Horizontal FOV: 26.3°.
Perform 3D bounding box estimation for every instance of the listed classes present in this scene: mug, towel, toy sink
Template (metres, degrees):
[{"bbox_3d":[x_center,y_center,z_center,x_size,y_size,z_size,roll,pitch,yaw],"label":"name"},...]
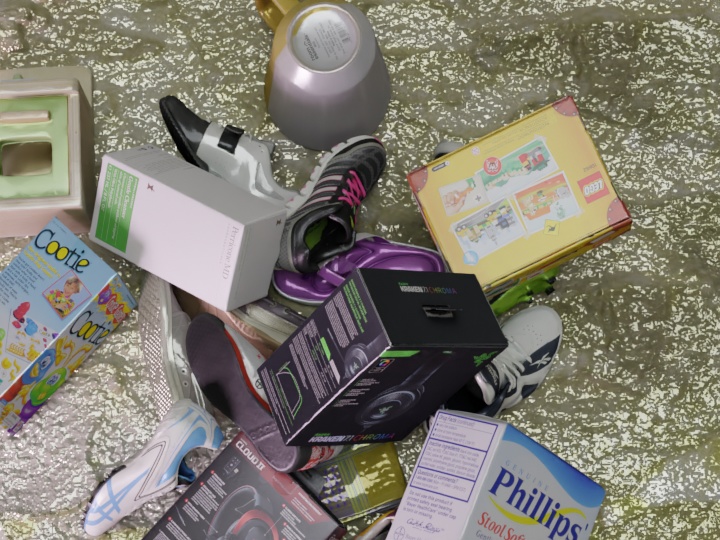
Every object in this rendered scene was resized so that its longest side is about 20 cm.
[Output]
[{"bbox_3d":[-0.056,-0.236,1.726,0.184,0.153,0.151,20,77,5],"label":"mug"},{"bbox_3d":[-0.038,0.183,1.683,0.142,0.023,0.203,-16,76,-4],"label":"towel"},{"bbox_3d":[-0.368,-0.150,1.722,0.128,0.112,0.203,-3,75,-1],"label":"toy sink"}]

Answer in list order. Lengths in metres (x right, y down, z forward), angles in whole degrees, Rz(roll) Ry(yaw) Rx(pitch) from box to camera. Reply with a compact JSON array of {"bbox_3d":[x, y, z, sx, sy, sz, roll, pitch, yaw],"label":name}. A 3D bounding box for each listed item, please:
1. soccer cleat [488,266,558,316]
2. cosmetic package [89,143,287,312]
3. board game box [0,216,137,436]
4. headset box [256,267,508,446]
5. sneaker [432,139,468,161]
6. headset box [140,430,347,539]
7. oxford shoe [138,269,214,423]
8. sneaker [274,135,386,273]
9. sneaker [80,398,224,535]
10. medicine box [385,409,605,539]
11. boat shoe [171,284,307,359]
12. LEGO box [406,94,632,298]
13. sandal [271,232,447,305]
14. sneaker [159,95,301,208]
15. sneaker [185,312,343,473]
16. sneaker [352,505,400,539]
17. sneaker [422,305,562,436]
[{"bbox_3d":[0.126,0.022,1.710,0.198,0.068,0.082,-26,67,-13],"label":"soccer cleat"},{"bbox_3d":[-0.187,-0.049,1.663,0.198,0.084,0.109,25,115,27],"label":"cosmetic package"},{"bbox_3d":[-0.354,0.062,1.667,0.105,0.103,0.200,39,79,17],"label":"board game box"},{"bbox_3d":[0.026,0.084,1.547,0.173,0.200,0.094,4,52,-44],"label":"headset box"},{"bbox_3d":[0.158,-0.069,1.711,0.198,0.070,0.100,18,62,20],"label":"sneaker"},{"bbox_3d":[-0.120,0.278,1.615,0.148,0.075,0.200,41,85,15],"label":"headset box"},{"bbox_3d":[-0.202,0.087,1.689,0.057,0.075,0.203,-4,69,-29],"label":"oxford shoe"},{"bbox_3d":[-0.026,-0.066,1.698,0.087,0.074,0.200,23,60,41],"label":"sneaker"},{"bbox_3d":[-0.222,0.219,1.618,0.072,0.072,0.200,45,111,0],"label":"sneaker"},{"bbox_3d":[0.132,0.272,1.572,0.181,0.102,0.202,34,73,-37],"label":"medicine box"},{"bbox_3d":[-0.117,0.054,1.696,0.198,0.072,0.065,27,49,21],"label":"boat shoe"},{"bbox_3d":[0.168,-0.071,1.636,0.198,0.077,0.150,-25,79,3],"label":"LEGO box"},{"bbox_3d":[0.000,-0.007,1.719,0.199,0.050,0.084,-2,74,0],"label":"sandal"},{"bbox_3d":[-0.145,-0.131,1.742,0.088,0.074,0.200,-40,89,-10],"label":"sneaker"},{"bbox_3d":[-0.098,0.127,1.631,0.202,0.107,0.067,50,116,22],"label":"sneaker"},{"bbox_3d":[0.070,0.271,1.625,0.199,0.090,0.075,-35,78,-9],"label":"sneaker"},{"bbox_3d":[0.148,0.106,1.649,0.198,0.130,0.080,-37,80,-9],"label":"sneaker"}]
